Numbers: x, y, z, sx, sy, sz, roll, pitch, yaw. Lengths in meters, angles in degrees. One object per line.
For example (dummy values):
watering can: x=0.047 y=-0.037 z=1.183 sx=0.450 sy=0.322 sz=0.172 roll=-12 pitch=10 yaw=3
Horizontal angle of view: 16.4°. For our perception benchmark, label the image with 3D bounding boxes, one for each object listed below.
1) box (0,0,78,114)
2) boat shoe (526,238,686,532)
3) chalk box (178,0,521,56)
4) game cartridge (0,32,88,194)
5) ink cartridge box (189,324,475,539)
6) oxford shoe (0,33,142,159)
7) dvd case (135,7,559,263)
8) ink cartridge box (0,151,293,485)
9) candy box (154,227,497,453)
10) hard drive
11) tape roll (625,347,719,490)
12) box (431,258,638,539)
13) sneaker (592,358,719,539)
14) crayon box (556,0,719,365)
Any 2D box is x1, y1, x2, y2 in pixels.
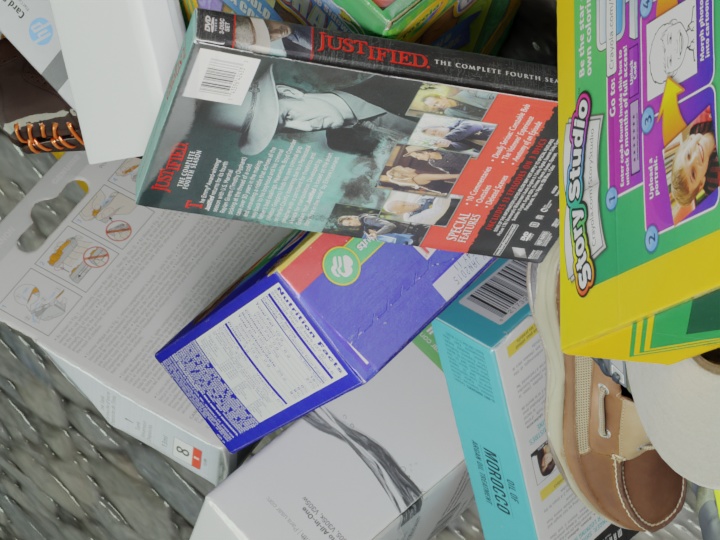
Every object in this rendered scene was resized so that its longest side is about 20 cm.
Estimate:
box: x=-0.153 y=-0.152 z=1.376 sx=0.200 sy=0.156 sz=0.041 roll=47 pitch=112 yaw=8
boat shoe: x=0.138 y=0.060 z=1.264 sx=0.072 sy=0.076 sz=0.200 roll=22 pitch=144 yaw=41
chalk box: x=0.004 y=-0.153 z=1.142 sx=0.124 sy=0.124 sz=0.200 roll=45 pitch=154 yaw=13
game cartridge: x=-0.174 y=-0.122 z=1.568 sx=0.176 sy=0.032 sz=0.200 roll=49 pitch=153 yaw=4
ink cartridge box: x=-0.001 y=0.123 z=1.415 sx=0.084 sy=0.200 sz=0.146 roll=46 pitch=153 yaw=12
oxford shoe: x=-0.165 y=-0.088 z=1.471 sx=0.200 sy=0.073 sz=0.071 roll=25 pitch=153 yaw=48
dvd case: x=0.009 y=-0.057 z=1.123 sx=0.199 sy=0.022 sz=0.146 roll=7 pitch=151 yaw=-12
ink cartridge box: x=-0.118 y=0.016 z=1.468 sx=0.200 sy=0.162 sz=0.050 roll=27 pitch=147 yaw=18
candy box: x=0.000 y=0.000 z=1.293 sx=0.077 sy=0.169 sz=0.200 roll=50 pitch=154 yaw=-4
hard drive: x=-0.127 y=-0.155 z=1.222 sx=0.132 sy=0.026 sz=0.201 roll=-2 pitch=103 yaw=66
tape roll: x=0.167 y=-0.009 z=1.011 sx=0.203 sy=0.037 sz=0.203 roll=-172 pitch=90 yaw=-68
box: x=0.098 y=0.082 z=1.343 sx=0.049 sy=0.082 sz=0.200 roll=29 pitch=146 yaw=40
sneaker: x=0.153 y=0.046 z=1.164 sx=0.081 sy=0.074 sz=0.201 roll=-14 pitch=88 yaw=45
crayon box: x=0.138 y=-0.077 z=0.977 sx=0.173 sy=0.058 sz=0.201 roll=151 pitch=123 yaw=-65
